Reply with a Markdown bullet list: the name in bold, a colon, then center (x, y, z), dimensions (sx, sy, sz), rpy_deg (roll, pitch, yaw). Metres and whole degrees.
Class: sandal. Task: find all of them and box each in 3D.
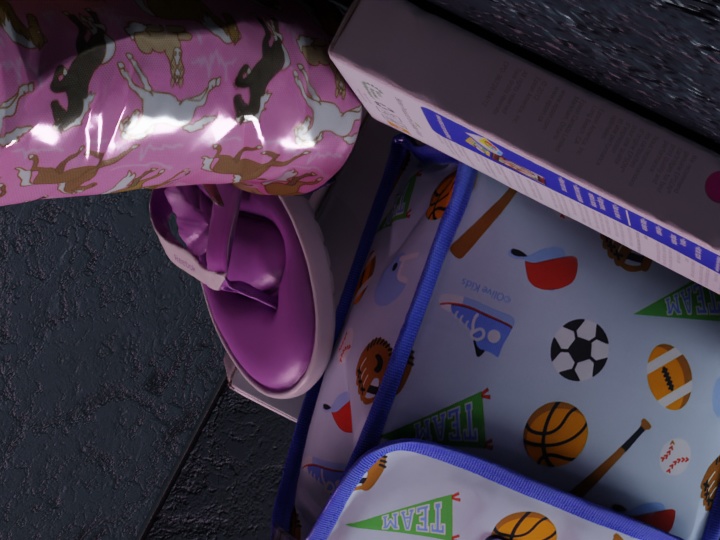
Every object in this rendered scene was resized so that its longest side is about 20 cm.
- **sandal**: center (-0.068, -0.033, 0.822), dimensions (0.050, 0.082, 0.203), rpy_deg (-2, -121, -35)

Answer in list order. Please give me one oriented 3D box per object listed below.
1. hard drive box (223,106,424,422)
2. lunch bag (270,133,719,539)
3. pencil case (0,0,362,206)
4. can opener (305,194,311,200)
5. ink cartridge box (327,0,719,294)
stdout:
- **hard drive box**: center (0.000, 0.000, 0.936), dimensions (0.077, 0.156, 0.200), rpy_deg (28, 178, -3)
- **lunch bag**: center (0.067, 0.066, 0.789), dimensions (0.169, 0.201, 0.124), rpy_deg (22, 180, -15)
- **pencil case**: center (-0.089, -0.060, 0.680), dimensions (0.083, 0.087, 0.199), rpy_deg (15, -166, 40)
- **can opener**: center (-0.005, -0.055, 1.188), dimensions (0.063, 0.079, 0.200), rpy_deg (-14, -159, -23)
- **ink cartridge box**: center (0.087, -0.033, 0.666), dimensions (0.199, 0.037, 0.095), rpy_deg (30, 178, 12)
